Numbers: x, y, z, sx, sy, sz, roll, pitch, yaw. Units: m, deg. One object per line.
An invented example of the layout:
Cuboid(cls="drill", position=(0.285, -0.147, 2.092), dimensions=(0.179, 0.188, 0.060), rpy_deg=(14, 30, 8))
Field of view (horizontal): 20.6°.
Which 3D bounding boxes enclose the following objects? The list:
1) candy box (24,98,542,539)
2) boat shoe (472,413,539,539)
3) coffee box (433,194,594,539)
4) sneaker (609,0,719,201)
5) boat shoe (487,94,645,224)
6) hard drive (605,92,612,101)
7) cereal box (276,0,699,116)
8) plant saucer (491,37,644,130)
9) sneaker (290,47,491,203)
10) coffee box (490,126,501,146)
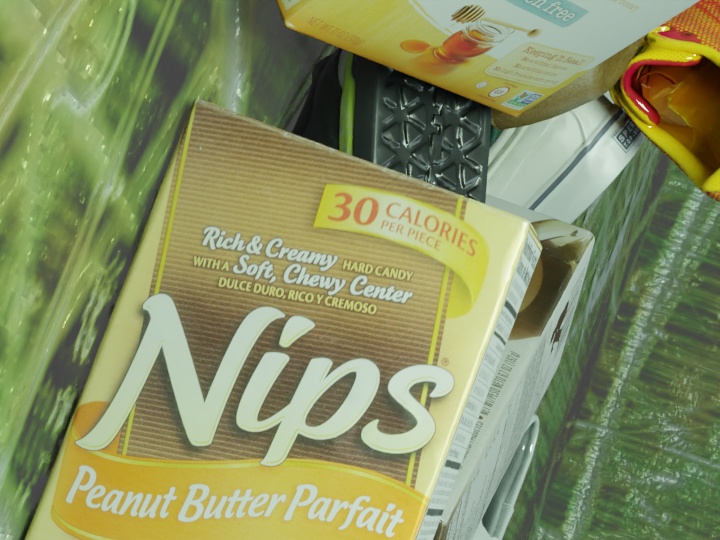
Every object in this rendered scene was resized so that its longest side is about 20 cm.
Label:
Cuboid(cls="candy box", position=(-0.031, 0.062, 0.622), dimensions=(0.055, 0.115, 0.201), rpy_deg=(35, 76, -79))
Cuboid(cls="boat shoe", position=(0.035, 0.126, 0.824), dimensions=(0.200, 0.068, 0.072), rpy_deg=(-67, 162, -53))
Cuboid(cls="coffee box", position=(0.008, 0.048, 0.798), dimensions=(0.200, 0.112, 0.080), rpy_deg=(-55, 161, -50))
Cuboid(cls="sneaker", position=(0.136, -0.097, 0.869), dimensions=(0.073, 0.077, 0.200), rpy_deg=(-62, -144, 20))
Cuboid(cls="boat shoe", position=(0.044, -0.019, 0.924), dimensions=(0.200, 0.066, 0.072), rpy_deg=(-44, -175, 36))
Cuboid(cls="hard drive", position=(0.096, -0.043, 1.155), dimensions=(0.132, 0.025, 0.201), rpy_deg=(-43, -166, 52))
Cuboid(cls="cereal box", position=(0.085, -0.124, 0.605), dimensions=(0.199, 0.040, 0.143), rpy_deg=(-31, 155, 28))
Cuboid(cls="plant saucer", position=(0.107, -0.142, 0.774), dimensions=(0.201, 0.035, 0.201), rpy_deg=(-60, 167, -24))
Cuboid(cls="sneaker", position=(0.000, 0.000, 0.715), dimensions=(0.083, 0.071, 0.202), rpy_deg=(-13, -119, 56))
Cuboid(cls="coffee box", position=(0.063, -0.085, 0.996), dimensions=(0.123, 0.044, 0.201), rpy_deg=(-55, 162, -56))
